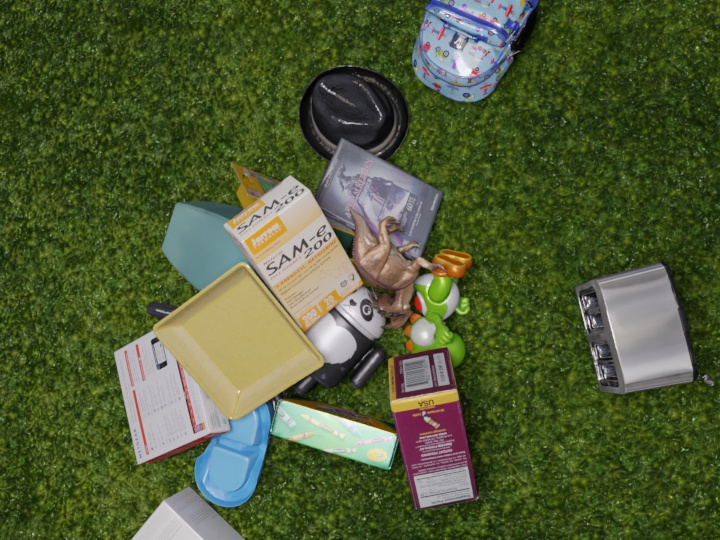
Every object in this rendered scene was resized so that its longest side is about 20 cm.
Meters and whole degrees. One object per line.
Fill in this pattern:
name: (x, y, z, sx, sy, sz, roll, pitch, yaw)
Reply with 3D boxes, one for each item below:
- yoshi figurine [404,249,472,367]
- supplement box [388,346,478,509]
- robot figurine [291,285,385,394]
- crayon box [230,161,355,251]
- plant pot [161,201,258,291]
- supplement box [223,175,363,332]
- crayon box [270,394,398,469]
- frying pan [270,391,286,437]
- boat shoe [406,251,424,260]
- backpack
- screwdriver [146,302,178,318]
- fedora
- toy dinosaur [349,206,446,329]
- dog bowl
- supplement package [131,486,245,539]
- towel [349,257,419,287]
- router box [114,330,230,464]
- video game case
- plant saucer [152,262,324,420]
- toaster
yoshi figurine: (0.142, 0.076, 1.177, 0.112, 0.112, 0.201, 5, 109, -24)
supplement box: (0.111, 0.242, 1.115, 0.102, 0.131, 0.201, -11, 113, 5)
robot figurine: (-0.048, 0.110, 1.189, 0.200, 0.125, 0.150, -47, 121, 1)
crayon box: (-0.119, -0.096, 1.169, 0.199, 0.126, 0.052, 19, 112, -32)
plant pot: (-0.218, -0.035, 1.208, 0.199, 0.141, 0.142, 28, 106, 17)
supplement box: (-0.096, -0.022, 1.088, 0.126, 0.201, 0.073, -39, 39, -10)
crayon box: (-0.035, 0.260, 1.176, 0.199, 0.119, 0.059, 15, 86, 8)
frying pan: (-0.215, 0.254, 1.247, 0.189, 0.031, 0.116, -28, 80, 1)
boat shoe: (0.038, -0.088, 1.239, 0.073, 0.063, 0.201, -28, 82, -27)
backpack: (0.179, -0.396, 1.213, 0.182, 0.135, 0.201, 32, 91, 10)
screwdriver: (-0.283, 0.090, 1.268, 0.199, 0.028, 0.029, 16, 57, 12)
fedora: (-0.016, -0.274, 1.241, 0.199, 0.092, 0.202, -1, 84, 7)
toy dinosaur: (0.035, -0.001, 1.120, 0.136, 0.086, 0.200, -45, 102, 1)
dog bowl: (-0.204, 0.287, 1.203, 0.111, 0.050, 0.202, 15, 95, 13)
supplement package: (-0.266, 0.475, 1.181, 0.200, 0.121, 0.120, 40, 90, 10)
towel: (0.000, 0.000, 1.219, 0.198, 0.086, 0.018, 4, 59, 8)
router box: (-0.317, 0.197, 1.205, 0.179, 0.049, 0.201, -26, 72, 28)
video game case: (0.031, -0.117, 1.200, 0.199, 0.019, 0.144, 27, 61, -10)
plant saucer: (-0.183, 0.106, 1.117, 0.199, 0.048, 0.200, -34, 103, 19)
toaster: (0.417, 0.092, 1.099, 0.118, 0.200, 0.182, -13, 83, 1)
